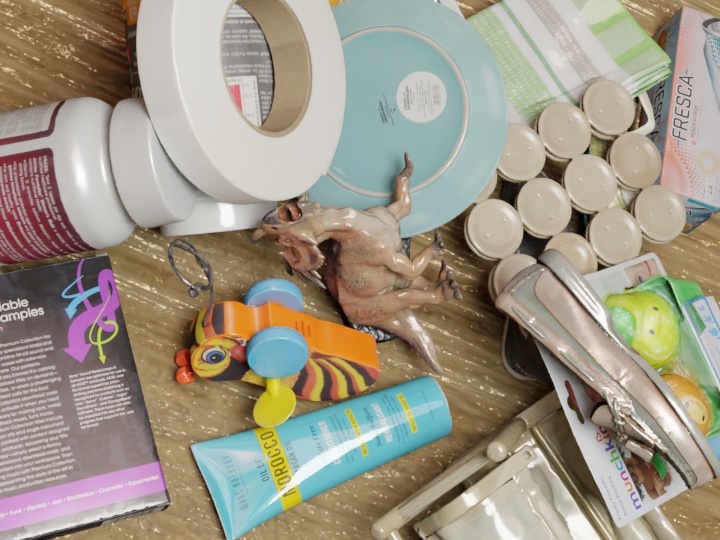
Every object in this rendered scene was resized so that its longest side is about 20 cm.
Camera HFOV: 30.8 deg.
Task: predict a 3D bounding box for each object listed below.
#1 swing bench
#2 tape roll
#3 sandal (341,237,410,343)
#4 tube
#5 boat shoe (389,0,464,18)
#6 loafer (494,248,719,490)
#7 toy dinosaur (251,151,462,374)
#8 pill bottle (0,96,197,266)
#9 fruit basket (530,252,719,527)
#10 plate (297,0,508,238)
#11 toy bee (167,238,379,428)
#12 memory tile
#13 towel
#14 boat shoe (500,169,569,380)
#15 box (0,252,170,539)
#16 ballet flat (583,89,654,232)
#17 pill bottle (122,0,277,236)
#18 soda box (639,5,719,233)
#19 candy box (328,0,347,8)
[{"bbox_3d":[0.145,0.215,0.987,0.200,0.130,0.200,56,27,8],"label":"swing bench"},{"bbox_3d":[-0.080,-0.148,0.948,0.202,0.037,0.205,10,78,-55],"label":"tape roll"},{"bbox_3d":[0.013,-0.040,1.100,0.075,0.048,0.202,9,81,-12],"label":"sandal"},{"bbox_3d":[-0.026,0.138,1.021,0.199,0.050,0.078,-19,70,-18],"label":"tube"},{"bbox_3d":[0.038,-0.210,1.100,0.068,0.072,0.201,-35,98,-27],"label":"boat shoe"},{"bbox_3d":[0.174,0.080,0.936,0.063,0.072,0.201,-36,79,-3],"label":"loafer"},{"bbox_3d":[0.000,0.000,1.022,0.135,0.201,0.086,-21,33,2],"label":"toy dinosaur"},{"bbox_3d":[-0.226,-0.064,0.944,0.198,0.110,0.111,-9,70,12],"label":"pill bottle"},{"bbox_3d":[0.221,0.083,1.021,0.199,0.093,0.187,-11,75,-50],"label":"fruit basket"},{"bbox_3d":[0.021,-0.127,1.057,0.198,0.026,0.202,0,88,6],"label":"plate"},{"bbox_3d":[-0.088,0.052,1.011,0.200,0.109,0.131,41,32,-14],"label":"toy bee"},{"bbox_3d":[0.172,-0.062,1.099,0.199,0.017,0.154,-25,86,-20],"label":"memory tile"},{"bbox_3d":[0.158,-0.187,1.166,0.199,0.031,0.150,-30,71,-9],"label":"towel"},{"bbox_3d":[0.156,-0.006,1.123,0.066,0.057,0.202,9,68,-15],"label":"boat shoe"},{"bbox_3d":[-0.234,0.096,0.969,0.142,0.036,0.202,-10,76,-22],"label":"box"},{"bbox_3d":[0.234,-0.109,1.176,0.070,0.071,0.202,9,66,-15],"label":"ballet flat"},{"bbox_3d":[-0.120,-0.131,1.022,0.115,0.116,0.202,-7,93,-20],"label":"pill bottle"},{"bbox_3d":[0.304,-0.141,1.220,0.068,0.064,0.202,17,67,-11],"label":"soda box"},{"bbox_3d":[-0.040,-0.235,1.144,0.115,0.055,0.200,39,64,-1],"label":"candy box"}]
